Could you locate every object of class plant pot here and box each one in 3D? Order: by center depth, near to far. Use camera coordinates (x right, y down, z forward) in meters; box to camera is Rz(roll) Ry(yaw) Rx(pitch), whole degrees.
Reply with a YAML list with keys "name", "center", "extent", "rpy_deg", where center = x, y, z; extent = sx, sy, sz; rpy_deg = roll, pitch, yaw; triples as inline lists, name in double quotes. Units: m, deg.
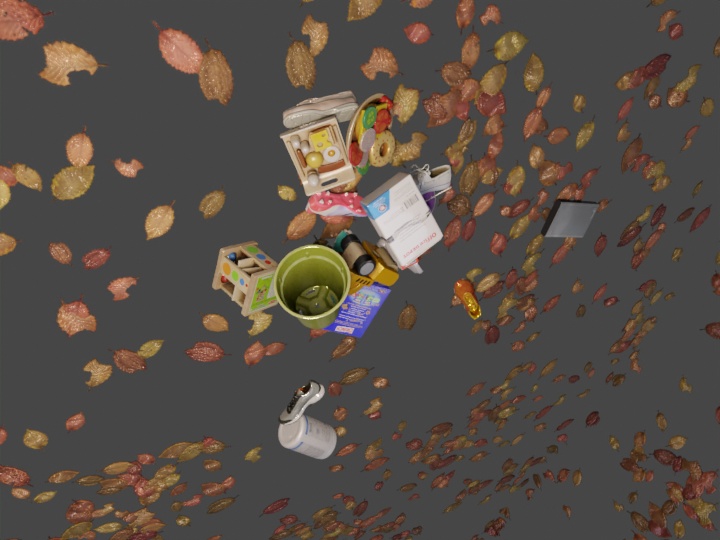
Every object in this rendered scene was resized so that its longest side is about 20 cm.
- name: "plant pot"
  center: [-0.121, 0.066, 1.414]
  extent: [0.197, 0.203, 0.185]
  rpy_deg: [-23, 156, -10]

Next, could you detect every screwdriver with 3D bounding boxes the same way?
- name: "screwdriver"
  center: [0.180, -0.200, 1.565]
  extent: [0.197, 0.028, 0.029]
  rpy_deg: [-28, 175, 21]

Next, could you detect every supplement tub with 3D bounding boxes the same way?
- name: "supplement tub"
  center: [-0.196, 0.610, 1.952]
  extent: [0.132, 0.133, 0.199]
  rpy_deg: [-43, 132, 9]

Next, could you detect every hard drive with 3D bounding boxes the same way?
- name: "hard drive"
  center: [0.762, -0.187, 1.921]
  extent: [0.196, 0.033, 0.142]
  rpy_deg: [-2, 125, -27]

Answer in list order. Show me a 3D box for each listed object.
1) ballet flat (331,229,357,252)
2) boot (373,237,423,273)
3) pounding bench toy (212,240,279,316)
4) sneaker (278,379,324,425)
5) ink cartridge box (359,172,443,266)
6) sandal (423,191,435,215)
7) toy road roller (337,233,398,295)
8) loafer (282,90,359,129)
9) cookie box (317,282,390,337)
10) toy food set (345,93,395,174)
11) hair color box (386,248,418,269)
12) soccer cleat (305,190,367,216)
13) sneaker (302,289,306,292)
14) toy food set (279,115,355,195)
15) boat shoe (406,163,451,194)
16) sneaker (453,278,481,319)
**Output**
- name: "ballet flat"
  center: [-0.069, -0.030, 1.576]
  extent: [0.071, 0.072, 0.202]
  rpy_deg: [20, 114, -37]
- name: "boot"
  center: [0.115, -0.037, 1.673]
  extent: [0.095, 0.074, 0.200]
  rpy_deg: [-37, 125, 11]
- name: "pounding bench toy"
  center: [-0.280, 0.005, 1.441]
  extent: [0.198, 0.155, 0.126]
  rpy_deg: [-19, 138, -52]
- name: "sneaker"
  center: [-0.221, 0.463, 1.875]
  extent: [0.200, 0.074, 0.079]
  rpy_deg: [-44, 124, 0]
- name: "ink cartridge box"
  center: [0.111, -0.138, 1.428]
  extent: [0.143, 0.084, 0.202]
  rpy_deg: [-35, 111, -6]
- name: "sandal"
  center: [0.190, -0.160, 1.623]
  extent: [0.081, 0.050, 0.206]
  rpy_deg: [-4, 126, -25]
- name: "toy road roller"
  center: [0.000, 0.000, 1.525]
  extent: [0.198, 0.124, 0.147]
  rpy_deg: [18, 119, -47]
- name: "loafer"
  center: [-0.099, -0.395, 1.292]
  extent: [0.196, 0.064, 0.072]
  rpy_deg: [-13, 163, -15]
- name: "cookie box"
  center: [-0.027, 0.104, 1.691]
  extent: [0.169, 0.076, 0.202]
  rpy_deg: [17, 115, -37]
- name: "toy food set"
  center: [0.030, -0.345, 1.343]
  extent: [0.197, 0.048, 0.203]
  rpy_deg: [-35, 144, -44]
- name: "hair color box"
  center: [0.098, -0.115, 1.531]
  extent: [0.060, 0.102, 0.203]
  rpy_deg: [-23, 112, -9]
- name: "soccer cleat"
  center: [-0.060, -0.179, 1.477]
  extent: [0.197, 0.068, 0.076]
  rpy_deg: [3, 155, -36]
- name: "sneaker"
  center: [-0.190, 0.065, 1.565]
  extent: [0.073, 0.088, 0.203]
  rpy_deg: [-13, 129, -18]
- name: "toy food set"
  center: [-0.103, -0.285, 1.329]
  extent: [0.141, 0.061, 0.201]
  rpy_deg: [-18, 142, 3]
- name: "boat shoe"
  center: [0.180, -0.268, 1.519]
  extent: [0.198, 0.075, 0.087]
  rpy_deg: [-16, 131, -20]
- name: "sneaker"
  center: [0.397, 0.100, 1.917]
  extent: [0.072, 0.078, 0.200]
  rpy_deg: [-36, 132, 4]
